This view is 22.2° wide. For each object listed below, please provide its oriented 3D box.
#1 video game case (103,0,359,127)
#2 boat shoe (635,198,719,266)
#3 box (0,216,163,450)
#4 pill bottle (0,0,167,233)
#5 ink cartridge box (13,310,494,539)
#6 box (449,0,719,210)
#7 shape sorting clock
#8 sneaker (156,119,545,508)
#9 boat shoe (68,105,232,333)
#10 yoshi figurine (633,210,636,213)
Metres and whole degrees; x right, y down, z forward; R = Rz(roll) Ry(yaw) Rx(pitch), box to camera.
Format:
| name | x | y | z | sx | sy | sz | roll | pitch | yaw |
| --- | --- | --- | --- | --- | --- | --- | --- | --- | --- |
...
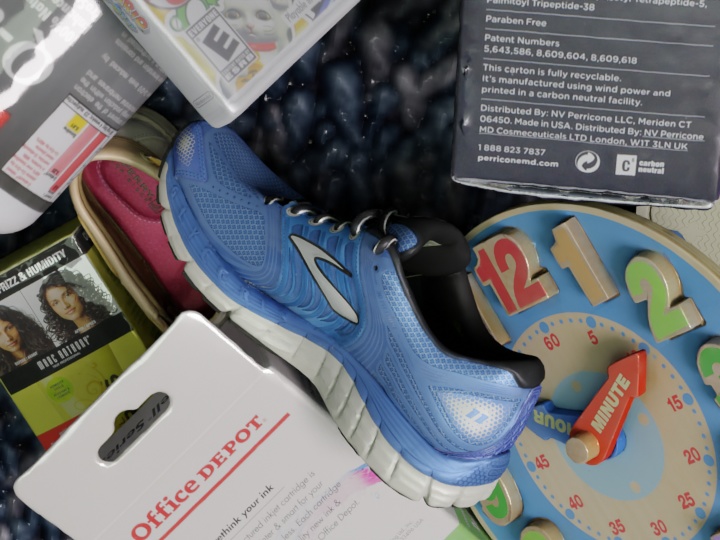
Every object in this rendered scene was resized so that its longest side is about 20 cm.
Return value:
| name | x | y | z | sx | sy | sz | roll | pitch | yaw |
| --- | --- | --- | --- | --- | --- | --- | --- | --- | --- |
| video game case | -0.052 | -0.183 | 0.725 | 0.182 | 0.200 | 0.023 | 49 | 146 | -10 |
| boat shoe | 0.209 | -0.028 | 0.783 | 0.200 | 0.068 | 0.072 | 5 | 133 | -10 |
| box | -0.109 | 0.075 | 0.875 | 0.075 | 0.050 | 0.200 | -27 | 104 | 12 |
| pill bottle | -0.151 | -0.088 | 0.767 | 0.116 | 0.116 | 0.200 | 42 | 90 | -8 |
| ink cartridge box | -0.045 | 0.100 | 0.807 | 0.117 | 0.067 | 0.200 | -44 | 115 | 7 |
| box | 0.098 | -0.145 | 0.710 | 0.104 | 0.148 | 0.200 | 6 | 117 | 8 |
| shape sorting clock | 0.099 | 0.066 | 0.741 | 0.200 | 0.039 | 0.200 | 25 | 125 | 41 |
| sneaker | 0.000 | 0.000 | 0.753 | 0.200 | 0.079 | 0.089 | 43 | 115 | 18 |
| boat shoe | -0.064 | 0.014 | 0.840 | 0.074 | 0.069 | 0.200 | -41 | 100 | 16 |
| yoshi figurine | 0.185 | 0.054 | 0.830 | 0.200 | 0.112 | 0.112 | 45 | 149 | 4 |
